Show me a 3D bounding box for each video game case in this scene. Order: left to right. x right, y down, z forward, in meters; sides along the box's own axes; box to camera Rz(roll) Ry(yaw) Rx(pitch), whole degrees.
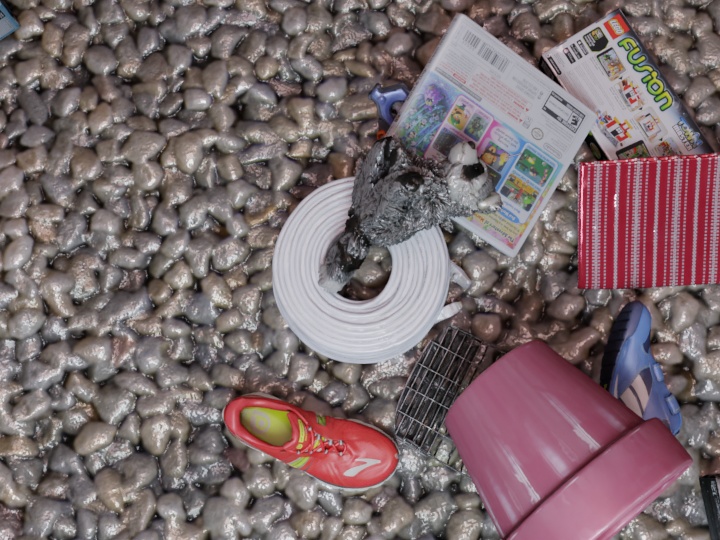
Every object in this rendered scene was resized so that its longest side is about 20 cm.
[{"bbox_3d":[0.135,-0.141,1.104,0.198,0.024,0.184,30,93,-21],"label":"video game case"}]

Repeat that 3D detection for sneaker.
[{"bbox_3d":[-0.055,0.182,1.082,0.196,0.085,0.078,15,81,5],"label":"sneaker"},{"bbox_3d":[0.296,0.135,1.085,0.080,0.074,0.204,5,88,4],"label":"sneaker"}]

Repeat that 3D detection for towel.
[{"bbox_3d":[0.334,-0.053,1.118,0.196,0.023,0.148,-3,105,3],"label":"towel"}]

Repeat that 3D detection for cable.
[{"bbox_3d":[0.000,0.000,1.118,0.199,0.069,0.201,-36,83,-3],"label":"cable"}]

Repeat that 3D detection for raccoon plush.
[{"bbox_3d":[0.052,-0.054,1.065,0.132,0.201,0.098,17,40,-29],"label":"raccoon plush"}]

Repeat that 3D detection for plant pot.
[{"bbox_3d":[0.181,0.176,0.976,0.199,0.200,0.180,-38,68,-5],"label":"plant pot"}]

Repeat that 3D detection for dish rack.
[{"bbox_3d":[0.140,0.159,1.096,0.198,0.055,0.155,27,80,9],"label":"dish rack"}]

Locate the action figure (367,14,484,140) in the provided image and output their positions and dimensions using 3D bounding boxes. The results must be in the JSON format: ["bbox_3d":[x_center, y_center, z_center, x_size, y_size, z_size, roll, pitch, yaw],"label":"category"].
[{"bbox_3d":[0.098,-0.155,1.154,0.192,0.105,0.201,-35,109,2],"label":"action figure"}]

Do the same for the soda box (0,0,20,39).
[{"bbox_3d":[-0.488,-0.360,1.214,0.068,0.064,0.202,-33,80,-4],"label":"soda box"}]

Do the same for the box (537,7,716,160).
[{"bbox_3d":[0.299,-0.183,1.161,0.109,0.035,0.202,-29,79,-3],"label":"box"}]

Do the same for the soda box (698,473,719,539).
[{"bbox_3d":[0.403,0.308,1.045,0.062,0.071,0.204,-8,79,2],"label":"soda box"}]
